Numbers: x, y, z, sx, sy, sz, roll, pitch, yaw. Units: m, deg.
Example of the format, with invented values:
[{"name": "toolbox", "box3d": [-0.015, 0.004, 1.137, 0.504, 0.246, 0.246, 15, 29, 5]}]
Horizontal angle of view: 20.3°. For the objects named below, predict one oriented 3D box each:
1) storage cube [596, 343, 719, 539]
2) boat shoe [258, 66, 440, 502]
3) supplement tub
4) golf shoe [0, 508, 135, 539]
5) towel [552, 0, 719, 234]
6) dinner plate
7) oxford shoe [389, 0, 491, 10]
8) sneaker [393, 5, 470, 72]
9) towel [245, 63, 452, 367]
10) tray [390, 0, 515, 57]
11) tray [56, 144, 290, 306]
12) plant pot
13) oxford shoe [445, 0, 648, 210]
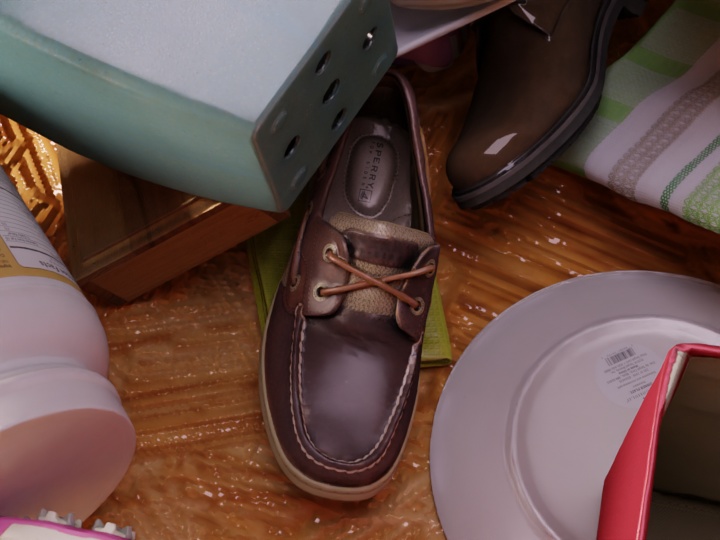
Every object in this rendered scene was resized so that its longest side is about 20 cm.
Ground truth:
[{"name": "storage cube", "box3d": [0.169, 0.148, 0.731, 0.171, 0.180, 0.200, 9, 71, 3]}, {"name": "boat shoe", "box3d": [0.000, 0.000, 0.871, 0.072, 0.072, 0.200, 12, 58, -2]}, {"name": "supplement tub", "box3d": [-0.192, 0.020, 0.823, 0.144, 0.144, 0.200, -27, 64, -18]}, {"name": "golf shoe", "box3d": [-0.067, 0.158, 0.772, 0.200, 0.075, 0.092, 24, 72, -8]}, {"name": "towel", "box3d": [0.187, -0.079, 0.905, 0.149, 0.031, 0.200, -43, 38, -18]}, {"name": "dinner plate", "box3d": [0.130, 0.082, 0.876, 0.200, 0.024, 0.200, 2, 58, -3]}, {"name": "oxford shoe", "box3d": [0.006, -0.163, 0.884, 0.200, 0.058, 0.075, 19, 77, 38]}, {"name": "sneaker", "box3d": [0.016, -0.180, 1.000, 0.088, 0.081, 0.200, 3, 53, 4]}, {"name": "towel", "box3d": [-0.015, -0.041, 0.944, 0.086, 0.018, 0.200, -7, 60, -6]}, {"name": "tray", "box3d": [-0.013, -0.124, 0.928, 0.200, 0.022, 0.108, -23, 56, 23]}, {"name": "tray", "box3d": [-0.097, -0.094, 0.931, 0.099, 0.037, 0.200, -27, 57, 24]}, {"name": "plant pot", "box3d": [-0.093, -0.120, 0.831, 0.200, 0.141, 0.141, 32, 77, 14]}, {"name": "oxford shoe", "box3d": [0.075, -0.112, 0.945, 0.084, 0.073, 0.200, 43, 51, -23]}]
